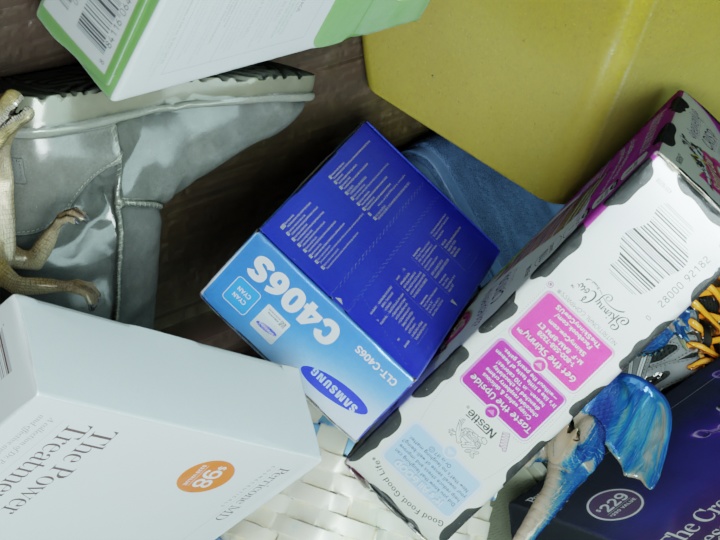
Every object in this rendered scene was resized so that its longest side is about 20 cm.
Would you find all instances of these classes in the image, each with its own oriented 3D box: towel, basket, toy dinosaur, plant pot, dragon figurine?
[{"bbox_3d":[0.095,-0.037,1.383,0.200,0.048,0.112,-27,90,-41],"label":"towel"},{"bbox_3d":[-0.024,0.162,1.281,0.176,0.139,0.201,26,78,-50],"label":"basket"},{"bbox_3d":[-0.174,0.021,1.102,0.200,0.101,0.058,-56,-177,5],"label":"toy dinosaur"},{"bbox_3d":[0.113,-0.144,1.281,0.200,0.200,0.177,-12,126,-46],"label":"plant pot"},{"bbox_3d":[0.115,0.076,1.302,0.099,0.059,0.201,29,63,-43],"label":"dragon figurine"}]

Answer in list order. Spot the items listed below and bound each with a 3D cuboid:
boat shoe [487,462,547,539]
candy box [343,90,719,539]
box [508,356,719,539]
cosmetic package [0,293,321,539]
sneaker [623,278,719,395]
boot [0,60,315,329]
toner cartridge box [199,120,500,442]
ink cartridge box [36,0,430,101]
[{"bbox_3d":[0.079,0.090,1.427,0.200,0.072,0.068,64,37,-43],"label":"boat shoe"},{"bbox_3d":[0.089,0.019,1.181,0.200,0.061,0.136,-47,-178,18],"label":"candy box"},{"bbox_3d":[0.195,0.129,1.399,0.200,0.141,0.079,-30,121,-40],"label":"box"},{"bbox_3d":[-0.138,0.094,1.085,0.151,0.052,0.200,14,138,-44],"label":"cosmetic package"},{"bbox_3d":[0.180,0.042,1.517,0.078,0.077,0.201,19,90,-49],"label":"sneaker"},{"bbox_3d":[-0.101,0.007,1.183,0.181,0.072,0.201,-10,108,-33],"label":"boot"},{"bbox_3d":[0.000,0.000,1.207,0.043,0.095,0.200,-47,-179,22],"label":"toner cartridge box"},{"bbox_3d":[-0.035,-0.146,1.148,0.200,0.059,0.104,-19,149,-45],"label":"ink cartridge box"}]
